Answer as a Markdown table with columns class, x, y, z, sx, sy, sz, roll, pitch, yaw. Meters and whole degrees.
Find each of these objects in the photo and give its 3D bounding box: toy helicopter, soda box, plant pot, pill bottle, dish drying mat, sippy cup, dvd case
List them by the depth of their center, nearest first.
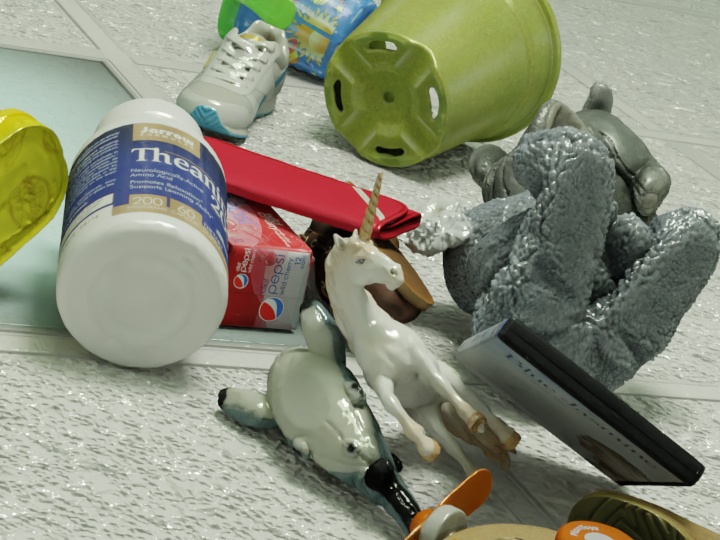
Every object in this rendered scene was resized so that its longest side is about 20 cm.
| class | x | y | z | sx | sy | sz | roll | pitch | yaw |
| --- | --- | --- | --- | --- | --- | --- | --- | --- | --- |
| toy helicopter | 0.042 | 0.159 | 1.085 | 0.198 | 0.080 | 0.132 | 1 | 23 | -27 |
| dvd case | 0.129 | 0.085 | 1.249 | 0.142 | 0.018 | 0.200 | 38 | -8 | 0 |
| pill bottle | -0.143 | -0.034 | 1.358 | 0.110 | 0.112 | 0.201 | 12 | 30 | -12 |
| dish drying mat | -0.057 | -0.063 | 1.481 | 0.199 | 0.018 | 0.077 | 20 | 21 | 23 |
| soda box | -0.107 | -0.028 | 1.491 | 0.069 | 0.064 | 0.200 | 5 | 22 | -29 |
| plant pot | 0.063 | -0.188 | 1.912 | 0.199 | 0.202 | 0.184 | 23 | 32 | 20 |
| sippy cup | -0.059 | -0.266 | 2.099 | 0.130 | 0.140 | 0.178 | 31 | 48 | 12 |

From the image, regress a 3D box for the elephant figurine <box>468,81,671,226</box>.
| class | x | y | z | sx | sy | sz | roll | pitch | yaw |
| --- | --- | --- | --- | --- | --- | --- | --- | --- | --- |
| elephant figurine | 0.156 | -0.074 | 1.706 | 0.199 | 0.142 | 0.155 | 5 | 27 | -40 |

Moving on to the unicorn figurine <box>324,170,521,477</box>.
| class | x | y | z | sx | sy | sz | roll | pitch | yaw |
| --- | --- | --- | --- | --- | --- | --- | --- | --- | --- |
| unicorn figurine | 0.033 | 0.059 | 1.248 | 0.074 | 0.201 | 0.138 | -32 | 59 | -11 |

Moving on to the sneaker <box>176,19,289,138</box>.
| class | x | y | z | sx | sy | sz | roll | pitch | yaw |
| --- | --- | --- | --- | --- | --- | --- | --- | --- | --- |
| sneaker | -0.117 | -0.176 | 1.859 | 0.076 | 0.081 | 0.200 | 19 | 21 | 4 |

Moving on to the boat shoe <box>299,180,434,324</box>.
| class | x | y | z | sx | sy | sz | roll | pitch | yaw |
| --- | --- | --- | --- | --- | --- | --- | --- | --- | --- |
| boat shoe | 0.000 | 0.000 | 1.502 | 0.070 | 0.070 | 0.200 | 46 | 5 | -21 |

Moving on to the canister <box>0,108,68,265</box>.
| class | x | y | z | sx | sy | sz | roll | pitch | yaw |
| --- | --- | --- | --- | --- | --- | --- | --- | --- | --- |
| canister | -0.314 | -0.071 | 1.347 | 0.199 | 0.087 | 0.148 | 27 | 56 | 32 |

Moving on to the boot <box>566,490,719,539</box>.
| class | x | y | z | sx | sy | sz | roll | pitch | yaw |
| --- | --- | --- | --- | --- | --- | --- | --- | --- | --- |
| boot | 0.230 | 0.170 | 1.233 | 0.174 | 0.067 | 0.200 | 32 | 23 | 17 |

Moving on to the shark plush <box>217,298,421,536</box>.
| class | x | y | z | sx | sy | sz | roll | pitch | yaw |
| --- | --- | --- | --- | --- | --- | --- | --- | --- | --- |
| shark plush | 0.001 | 0.095 | 1.247 | 0.083 | 0.091 | 0.200 | 40 | -5 | -41 |

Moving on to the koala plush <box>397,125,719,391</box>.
| class | x | y | z | sx | sy | sz | roll | pitch | yaw |
| --- | --- | --- | --- | --- | --- | --- | --- | --- | --- |
| koala plush | 0.123 | 0.000 | 1.486 | 0.177 | 0.185 | 0.200 | 31 | -5 | -28 |
